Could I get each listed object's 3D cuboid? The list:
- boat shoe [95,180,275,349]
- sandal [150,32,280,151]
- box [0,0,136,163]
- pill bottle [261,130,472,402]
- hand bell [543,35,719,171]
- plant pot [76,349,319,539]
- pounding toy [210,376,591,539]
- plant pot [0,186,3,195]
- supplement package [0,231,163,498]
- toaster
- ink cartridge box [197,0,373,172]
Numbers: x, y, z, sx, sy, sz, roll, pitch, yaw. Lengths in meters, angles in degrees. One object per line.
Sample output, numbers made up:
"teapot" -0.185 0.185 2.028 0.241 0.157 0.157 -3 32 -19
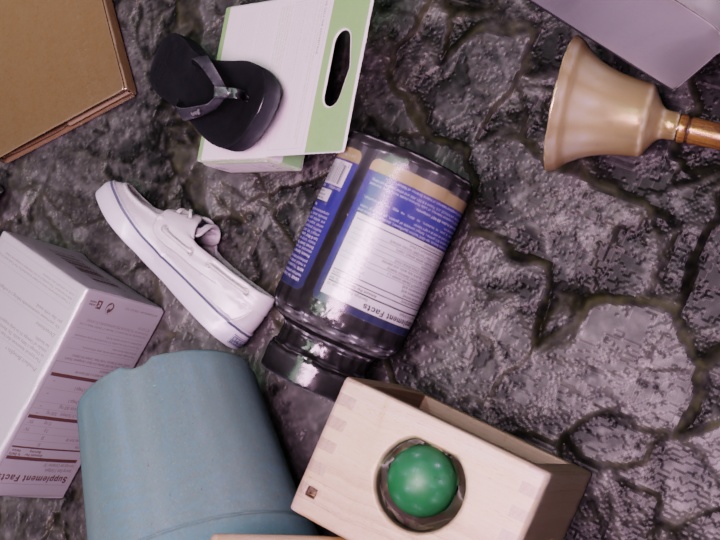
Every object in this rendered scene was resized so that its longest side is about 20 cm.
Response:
"boat shoe" -0.151 -0.019 1.099 0.200 0.074 0.065 45 96 16
"sandal" -0.136 -0.155 1.074 0.200 0.043 0.076 30 101 48
"box" -0.313 -0.227 1.239 0.163 0.021 0.200 -24 71 20
"pill bottle" 0.000 0.000 0.991 0.112 0.112 0.200 26 92 28
"hand bell" 0.244 -0.103 0.920 0.200 0.104 0.104 14 86 16
"plant pot" -0.133 0.181 0.987 0.200 0.200 0.196 -28 60 19
"pounding toy" 0.035 0.167 0.881 0.184 0.200 0.142 23 90 22
"plant pot" -0.507 -0.054 1.215 0.199 0.200 0.178 36 109 27
"supplement package" -0.290 0.087 1.112 0.117 0.117 0.200 31 94 27
"toaster" 0.196 -0.255 0.859 0.200 0.119 0.181 31 76 -7
"ink cartridge box" -0.052 -0.157 1.049 0.200 0.048 0.146 4 80 46
